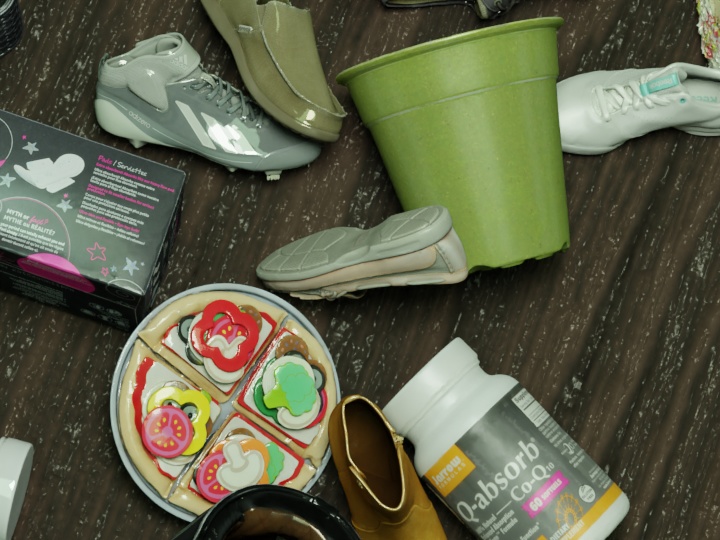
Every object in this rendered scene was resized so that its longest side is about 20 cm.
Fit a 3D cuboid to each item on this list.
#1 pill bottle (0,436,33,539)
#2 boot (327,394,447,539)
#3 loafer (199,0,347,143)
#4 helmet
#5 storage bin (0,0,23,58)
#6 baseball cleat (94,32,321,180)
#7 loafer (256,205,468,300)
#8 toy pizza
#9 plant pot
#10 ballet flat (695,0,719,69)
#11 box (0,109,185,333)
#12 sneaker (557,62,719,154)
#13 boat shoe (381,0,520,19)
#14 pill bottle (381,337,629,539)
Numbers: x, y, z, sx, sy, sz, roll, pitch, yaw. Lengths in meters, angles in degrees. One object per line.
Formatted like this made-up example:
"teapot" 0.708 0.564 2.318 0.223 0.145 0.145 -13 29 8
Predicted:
"pill bottle" -0.368 0.156 1.616 0.198 0.113 0.113 14 75 -1
"boot" 0.026 0.196 1.621 0.070 0.144 0.203 -25 86 -5
"loafer" -0.070 -0.193 1.723 0.067 0.076 0.201 -47 64 24
"helmet" -0.091 0.283 1.572 0.198 0.191 0.201 18 38 -15
"storage bin" -0.395 -0.254 1.726 0.135 0.094 0.200 -37 81 -13
"baseball cleat" -0.127 -0.142 1.716 0.198 0.107 0.070 8 37 -4
"loafer" 0.000 0.000 1.673 0.063 0.199 0.072 61 41 -19
"toy pizza" -0.107 0.111 1.666 0.198 0.032 0.202 2 85 -19
"plant pot" 0.095 -0.094 1.699 0.198 0.200 0.192 -13 90 -8
"ballet flat" 0.332 -0.273 1.815 0.075 0.064 0.202 -7 76 -6
"box" -0.254 -0.044 1.667 0.198 0.132 0.116 19 72 -1
"sneaker" 0.249 -0.152 1.764 0.198 0.089 0.076 -8 78 -7
"boat shoe" 0.111 -0.254 1.788 0.198 0.072 0.066 5 81 0
"pill bottle" 0.116 0.159 1.660 0.116 0.116 0.200 -43 84 -13
